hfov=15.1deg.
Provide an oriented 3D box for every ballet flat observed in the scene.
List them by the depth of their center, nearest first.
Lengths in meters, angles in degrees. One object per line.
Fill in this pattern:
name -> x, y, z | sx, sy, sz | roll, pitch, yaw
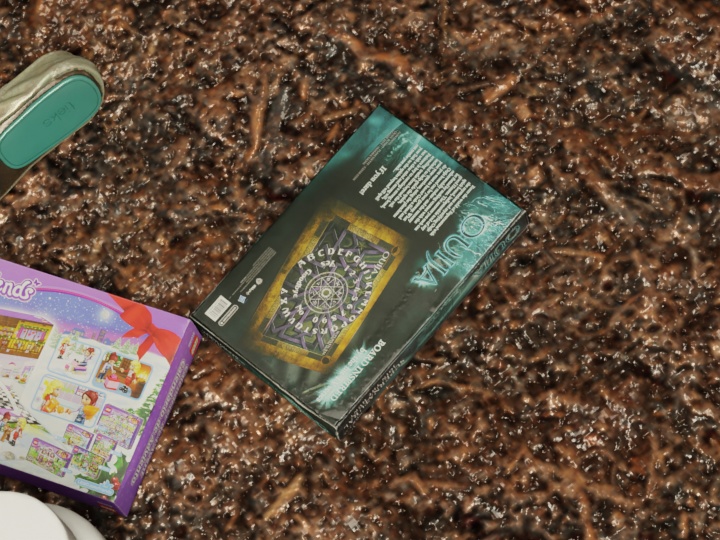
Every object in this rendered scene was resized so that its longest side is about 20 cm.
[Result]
ballet flat -> -0.267, -0.084, 1.916 | 0.200, 0.067, 0.062 | -35, 39, -9

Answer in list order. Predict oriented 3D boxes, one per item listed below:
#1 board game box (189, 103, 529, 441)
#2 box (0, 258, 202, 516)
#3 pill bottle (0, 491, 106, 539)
board game box -> 0.000, 0.000, 1.842 | 0.135, 0.028, 0.200 | 38, 78, 21
box -> -0.225, 0.071, 1.848 | 0.200, 0.039, 0.137 | 17, 73, 16
pill bottle -> -0.199, 0.208, 1.701 | 0.114, 0.200, 0.115 | -3, 68, 8
